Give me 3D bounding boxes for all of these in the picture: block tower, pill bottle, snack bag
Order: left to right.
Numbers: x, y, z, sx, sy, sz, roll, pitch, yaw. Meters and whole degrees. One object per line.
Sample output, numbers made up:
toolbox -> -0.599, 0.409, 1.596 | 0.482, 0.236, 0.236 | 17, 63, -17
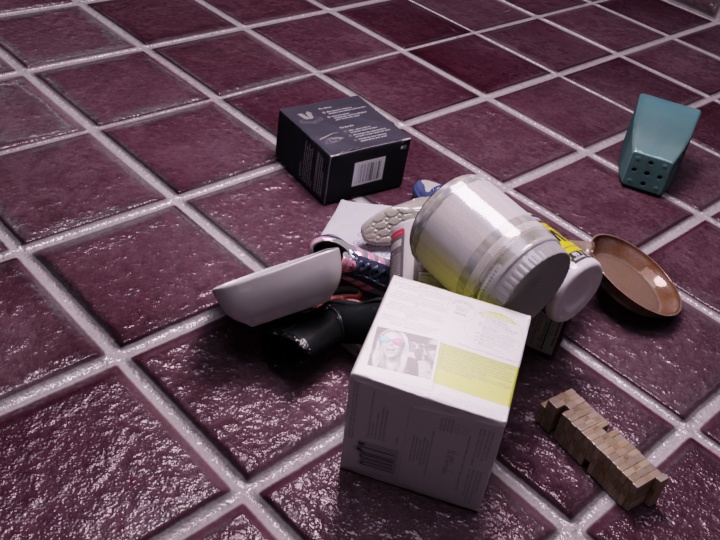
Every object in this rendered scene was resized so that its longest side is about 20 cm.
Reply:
snack bag -> 0.025, -0.076, 1.621 | 0.188, 0.021, 0.200 | 7, 35, 16
pill bottle -> 0.099, 0.027, 1.404 | 0.110, 0.111, 0.201 | 6, 67, -5
pill bottle -> 0.269, -0.020, 1.383 | 0.114, 0.115, 0.200 | -21, 48, -35
block tower -> 0.340, 0.253, 1.259 | 0.058, 0.054, 0.200 | -18, 44, -31

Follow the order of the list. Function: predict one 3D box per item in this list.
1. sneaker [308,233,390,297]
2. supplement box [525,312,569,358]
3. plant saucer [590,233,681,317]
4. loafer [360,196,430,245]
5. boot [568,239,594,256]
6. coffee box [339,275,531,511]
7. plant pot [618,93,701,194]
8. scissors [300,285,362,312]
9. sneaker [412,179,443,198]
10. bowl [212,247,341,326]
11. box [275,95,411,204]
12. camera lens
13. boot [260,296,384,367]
sneaker -> 0.000, 0.000, 1.478 | 0.199, 0.070, 0.082 | 23, 9, 13
supplement box -> 0.261, 0.041, 1.482 | 0.199, 0.103, 0.131 | 22, 37, 15
plant saucer -> 0.487, 0.016, 1.587 | 0.200, 0.037, 0.201 | 22, 36, -17
loafer -> 0.094, -0.091, 1.570 | 0.199, 0.070, 0.070 | -17, 1, -10
boot -> 0.330, -0.034, 1.559 | 0.146, 0.070, 0.200 | 20, -6, 9
coffee box -> 0.100, 0.162, 1.185 | 0.199, 0.200, 0.198 | 16, 43, 9
plant pot -> 0.656, -0.271, 1.968 | 0.141, 0.142, 0.200 | 20, 45, 14
scissors -> -0.086, 0.057, 1.456 | 0.199, 0.014, 0.073 | -6, 42, -19
sneaker -> 0.192, -0.145, 1.728 | 0.200, 0.088, 0.075 | 30, 43, 27
bowl -> -0.122, 0.029, 1.346 | 0.199, 0.075, 0.200 | -18, 3, -8
box -> -0.038, -0.249, 1.786 | 0.196, 0.118, 0.200 | -17, 45, -31
camera lens -> 0.181, -0.030, 1.276 | 0.160, 0.160, 0.200 | -21, 53, -35
boot -> -0.040, 0.094, 1.322 | 0.198, 0.074, 0.162 | 4, 18, 41
